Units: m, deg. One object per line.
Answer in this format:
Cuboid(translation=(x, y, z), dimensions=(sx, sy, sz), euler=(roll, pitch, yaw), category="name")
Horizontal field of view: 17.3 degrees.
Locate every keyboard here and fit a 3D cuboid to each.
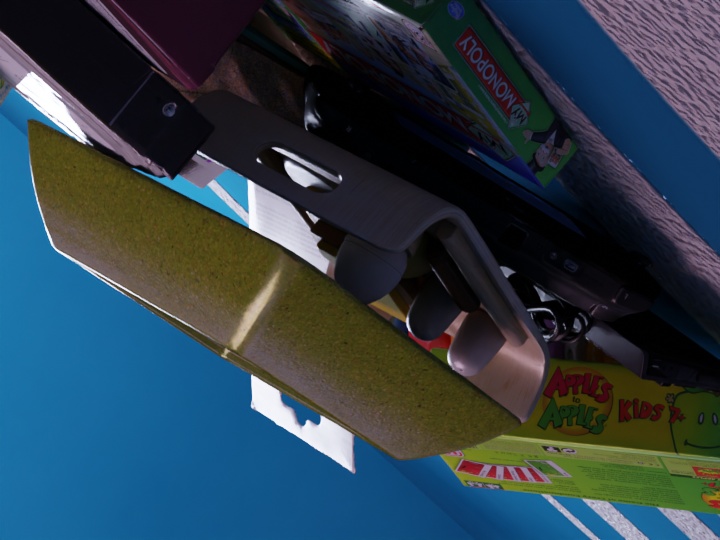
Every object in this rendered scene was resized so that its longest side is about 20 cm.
Cuboid(translation=(0.106, 0.024, 1.236), dimensions=(0.104, 0.040, 0.200), euler=(15, -167, -32), category="keyboard")

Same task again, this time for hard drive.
Cuboid(translation=(-0.164, -0.121, 1.052), dimensions=(0.200, 0.038, 0.140), euler=(43, 172, -23), category="hard drive")

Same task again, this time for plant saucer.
Cuboid(translation=(-0.050, 0.020, 1.105), dimensions=(0.200, 0.048, 0.200), euler=(26, 173, 42), category="plant saucer")

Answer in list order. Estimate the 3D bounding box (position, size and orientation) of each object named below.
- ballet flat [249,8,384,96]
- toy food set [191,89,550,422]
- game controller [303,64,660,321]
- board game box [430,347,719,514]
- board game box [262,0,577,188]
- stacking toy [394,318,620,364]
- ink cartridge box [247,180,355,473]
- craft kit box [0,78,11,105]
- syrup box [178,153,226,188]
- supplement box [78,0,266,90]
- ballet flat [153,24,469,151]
Cuboid(translation=(-0.045, -0.123, 1.276), dimensions=(0.067, 0.046, 0.200), euler=(30, 168, 49), category="ballet flat")
Cuboid(translation=(0.000, 0.000, 1.144), dimensions=(0.143, 0.061, 0.200), euler=(28, 165, 31), category="toy food set")
Cuboid(translation=(0.058, -0.041, 1.165), dimensions=(0.199, 0.042, 0.104), euler=(31, -163, -12), category="game controller")
Cuboid(translation=(0.140, 0.088, 1.256), dimensions=(0.199, 0.048, 0.102), euler=(5, 159, 21), category="board game box")
Cuboid(translation=(0.002, -0.122, 1.115), dimensions=(0.200, 0.029, 0.135), euler=(33, 170, 41), category="board game box")
Cuboid(translation=(0.111, 0.040, 1.326), dimensions=(0.116, 0.110, 0.200), euler=(26, 171, -34), category="stacking toy")
Cuboid(translation=(-0.020, 0.004, 1.445), dimensions=(0.161, 0.050, 0.201), euler=(-155, 59, -62), category="ink cartridge box")
Cuboid(translation=(-0.268, -0.120, 1.162), dimensions=(0.196, 0.200, 0.049), euler=(14, 129, 6), category="craft kit box")
Cuboid(translation=(-0.106, -0.115, 1.331), dimensions=(0.082, 0.079, 0.200), euler=(55, -175, 15), category="syrup box")
Cuboid(translation=(-0.115, -0.175, 1.054), dimensions=(0.200, 0.110, 0.086), euler=(32, 170, 46), category="supplement box")
Cuboid(translation=(-0.034, -0.079, 1.232), dimensions=(0.199, 0.067, 0.068), euler=(27, -171, -29), category="ballet flat")
